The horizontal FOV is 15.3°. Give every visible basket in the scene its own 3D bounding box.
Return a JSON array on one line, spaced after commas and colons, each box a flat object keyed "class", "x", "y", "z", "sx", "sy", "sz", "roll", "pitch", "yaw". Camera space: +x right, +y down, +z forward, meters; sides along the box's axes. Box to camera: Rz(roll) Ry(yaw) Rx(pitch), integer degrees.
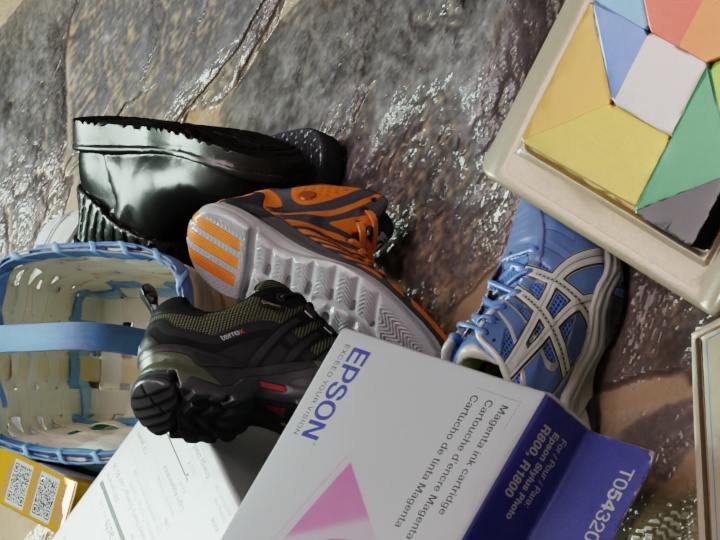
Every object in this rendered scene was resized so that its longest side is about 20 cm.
[{"class": "basket", "x": -0.172, "y": 0.050, "z": 1.657, "sx": 0.176, "sy": 0.200, "sz": 0.139, "roll": 0, "pitch": 80, "yaw": 33}]

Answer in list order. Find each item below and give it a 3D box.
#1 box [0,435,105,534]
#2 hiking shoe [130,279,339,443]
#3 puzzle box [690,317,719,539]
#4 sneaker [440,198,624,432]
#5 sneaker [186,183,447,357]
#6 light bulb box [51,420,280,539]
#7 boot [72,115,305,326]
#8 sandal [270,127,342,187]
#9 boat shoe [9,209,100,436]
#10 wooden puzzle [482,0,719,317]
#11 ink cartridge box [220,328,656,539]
[{"class": "box", "x": -0.180, "y": 0.142, "z": 1.739, "sx": 0.200, "sy": 0.119, "sz": 0.042, "roll": 19, "pitch": 94, "yaw": 57}, {"class": "hiking shoe", "x": -0.030, "y": 0.048, "z": 1.528, "sx": 0.076, "sy": 0.200, "sz": 0.101, "roll": 117, "pitch": 157, "yaw": -54}, {"class": "puzzle box", "x": 0.218, "y": 0.093, "z": 1.299, "sx": 0.133, "sy": 0.025, "sz": 0.200, "roll": -33, "pitch": 43, "yaw": 40}, {"class": "sneaker", "x": 0.092, "y": 0.034, "z": 1.473, "sx": 0.076, "sy": 0.077, "sz": 0.200, "roll": -27, "pitch": 46, "yaw": 45}, {"class": "sneaker", "x": 0.000, "y": 0.000, "z": 1.629, "sx": 0.200, "sy": 0.112, "sz": 0.078, "roll": 35, "pitch": 129, "yaw": 26}, {"class": "light bulb box", "x": -0.091, "y": 0.204, "z": 1.566, "sx": 0.200, "sy": 0.125, "sz": 0.198, "roll": -53, "pitch": 34, "yaw": 16}, {"class": "boot", "x": -0.117, "y": -0.017, "z": 1.771, "sx": 0.211, "sy": 0.079, "sz": 0.158, "roll": 11, "pitch": 101, "yaw": 48}, {"class": "sandal", "x": -0.083, "y": -0.057, "z": 1.831, "sx": 0.200, "sy": 0.043, "sz": 0.076, "roll": 4, "pitch": 78, "yaw": 46}, {"class": "boat shoe", "x": -0.204, "y": 0.040, "z": 1.904, "sx": 0.086, "sy": 0.075, "sz": 0.202, "roll": -20, "pitch": 43, "yaw": 45}, {"class": "wooden puzzle", "x": 0.165, "y": -0.097, "z": 1.443, "sx": 0.200, "sy": 0.037, "sz": 0.185, "roll": 35, "pitch": 103, "yaw": 41}, {"class": "ink cartridge box", "x": 0.022, "y": 0.140, "z": 1.368, "sx": 0.200, "sy": 0.043, "sz": 0.196, "roll": 15, "pitch": 68, "yaw": 41}]
